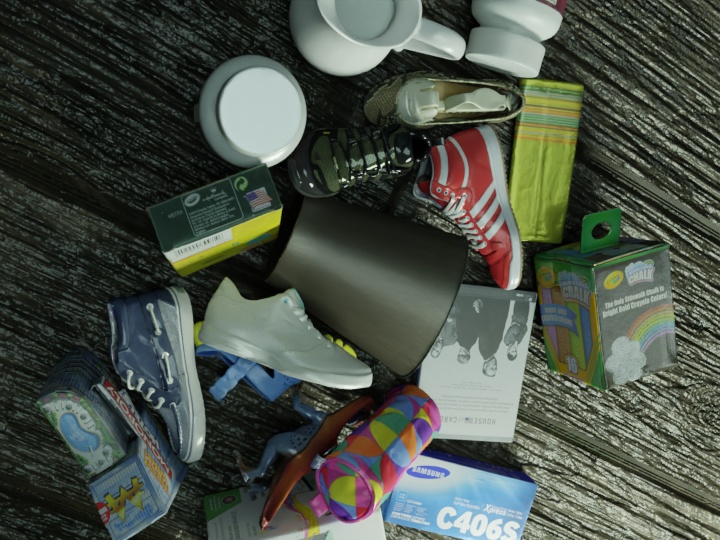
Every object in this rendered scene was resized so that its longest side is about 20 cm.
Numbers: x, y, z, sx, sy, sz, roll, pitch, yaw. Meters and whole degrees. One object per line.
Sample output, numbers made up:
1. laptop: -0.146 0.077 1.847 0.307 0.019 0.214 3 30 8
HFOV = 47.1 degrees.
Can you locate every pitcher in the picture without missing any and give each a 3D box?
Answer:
1. pitcher: 0.012 -0.260 0.876 0.169 0.200 0.123 24 93 -17

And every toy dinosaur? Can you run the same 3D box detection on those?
1. toy dinosaur: -0.052 0.211 0.967 0.178 0.201 0.106 -21 129 -11

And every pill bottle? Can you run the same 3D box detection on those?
1. pill bottle: -0.116 -0.164 0.859 0.108 0.200 0.113 -2 100 -13
2. pill bottle: 0.191 -0.337 0.957 0.107 0.109 0.204 13 96 -16

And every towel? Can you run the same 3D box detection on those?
1. towel: 0.229 -0.138 1.050 0.084 0.018 0.205 4 99 -9

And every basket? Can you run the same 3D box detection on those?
1. basket: 0.000 0.000 0.956 0.197 0.136 0.183 26 92 -13

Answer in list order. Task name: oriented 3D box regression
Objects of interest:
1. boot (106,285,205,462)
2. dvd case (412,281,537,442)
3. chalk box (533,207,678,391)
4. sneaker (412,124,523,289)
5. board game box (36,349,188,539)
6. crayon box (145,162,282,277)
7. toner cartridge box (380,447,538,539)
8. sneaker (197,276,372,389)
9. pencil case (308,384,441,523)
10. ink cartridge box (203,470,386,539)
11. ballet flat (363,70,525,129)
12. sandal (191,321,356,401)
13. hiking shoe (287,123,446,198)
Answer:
1. boot: -0.234 0.124 0.935 0.089 0.072 0.205 -8 93 -34
2. dvd case: 0.143 0.118 1.064 0.147 0.025 0.205 6 98 -15
3. chalk box: 0.303 0.026 1.031 0.122 0.123 0.204 -13 101 -21
4. sneaker: 0.128 -0.066 1.006 0.110 0.071 0.204 -15 95 -15
5. board game box: -0.257 0.189 0.881 0.061 0.200 0.202 -31 106 -6
6. crayon box: -0.151 -0.047 0.881 0.125 0.200 0.052 -22 85 -10
7. toner cartridge box: 0.127 0.295 1.080 0.196 0.043 0.097 16 94 -16
8. sneaker: -0.072 0.067 0.899 0.196 0.075 0.090 20 85 -4
9. pencil case: 0.021 0.209 0.959 0.199 0.087 0.090 -31 112 -54
10. ink cartridge box: -0.079 0.310 0.975 0.196 0.145 0.086 -10 102 -12
11. ballet flat: 0.104 -0.202 0.975 0.196 0.075 0.069 -4 101 -14
12. sandal: -0.102 0.112 0.965 0.195 0.080 0.089 4 76 -6
13. hiking shoe: 0.006 -0.133 0.910 0.198 0.100 0.077 -22 96 -46
